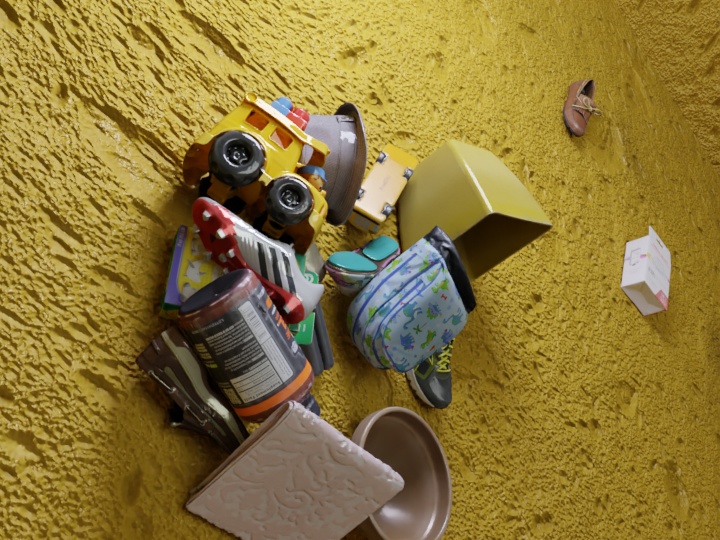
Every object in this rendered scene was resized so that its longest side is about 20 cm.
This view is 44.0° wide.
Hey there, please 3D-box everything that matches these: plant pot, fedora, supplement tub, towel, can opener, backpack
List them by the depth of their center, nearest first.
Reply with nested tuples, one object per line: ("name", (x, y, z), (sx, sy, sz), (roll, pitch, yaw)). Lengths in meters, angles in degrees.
("supplement tub", (-0.125, 0.106, 1.061), (0.201, 0.107, 0.107), (61, 38, -17))
("towel", (-0.077, 0.264, 1.076), (0.200, 0.191, 0.032), (40, 17, -30))
("plant pot", (0.033, 0.300, 1.253), (0.200, 0.092, 0.202), (26, 53, -41))
("can opener", (-0.093, 0.051, 1.269), (0.053, 0.067, 0.201), (-24, 104, -52))
("fedora", (-0.062, -0.166, 1.329), (0.090, 0.178, 0.201), (10, 36, -17))
("backpack", (0.075, 0.059, 1.344), (0.154, 0.199, 0.164), (-117, -178, -47))
("plant pot", (0.178, -0.110, 1.561), (0.199, 0.200, 0.177), (7, 54, -48))

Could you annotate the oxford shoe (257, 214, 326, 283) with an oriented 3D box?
("oxford shoe", (-0.101, -0.067, 1.289), (0.201, 0.074, 0.071), (57, 38, -14))

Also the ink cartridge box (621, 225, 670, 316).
("ink cartridge box", (0.716, -0.002, 2.228), (0.117, 0.067, 0.201), (46, 44, -25))

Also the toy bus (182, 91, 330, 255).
("toy bus", (-0.109, -0.142, 1.200), (0.200, 0.136, 0.192), (37, 62, -2))

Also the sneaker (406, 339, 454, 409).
("sneaker", (0.118, 0.123, 1.445), (0.074, 0.084, 0.201), (-3, 75, -49))

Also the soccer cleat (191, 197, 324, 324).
("soccer cleat", (-0.129, -0.019, 1.115), (0.200, 0.069, 0.085), (46, 48, 3))

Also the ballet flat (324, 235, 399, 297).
("ballet flat", (0.000, 0.000, 1.376), (0.069, 0.071, 0.200), (30, 25, 16))

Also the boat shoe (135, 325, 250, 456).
("boat shoe", (-0.202, 0.164, 1.076), (0.075, 0.075, 0.203), (-34, 113, -13))

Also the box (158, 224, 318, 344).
("box", (-0.148, 0.022, 1.147), (0.199, 0.048, 0.118), (14, 59, -17))

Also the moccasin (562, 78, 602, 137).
("moccasin", (0.558, -0.409, 2.231), (0.074, 0.077, 0.202), (49, 42, -22))

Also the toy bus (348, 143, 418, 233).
("toy bus", (0.032, -0.130, 1.465), (0.065, 0.078, 0.200), (30, 45, -1))
